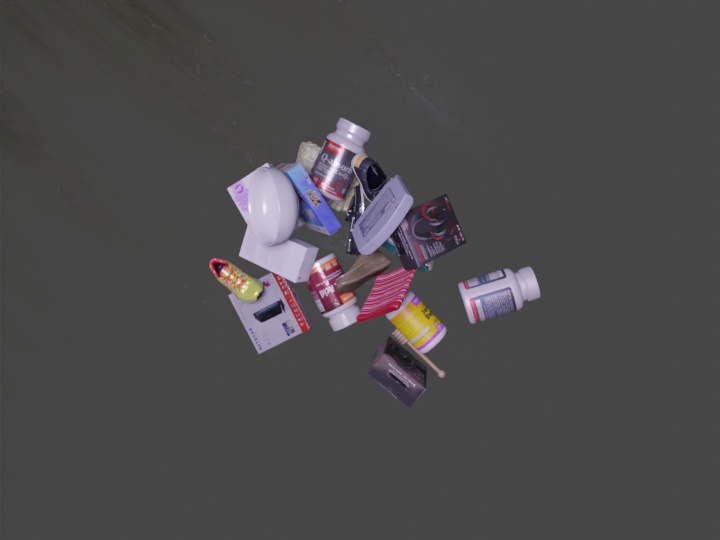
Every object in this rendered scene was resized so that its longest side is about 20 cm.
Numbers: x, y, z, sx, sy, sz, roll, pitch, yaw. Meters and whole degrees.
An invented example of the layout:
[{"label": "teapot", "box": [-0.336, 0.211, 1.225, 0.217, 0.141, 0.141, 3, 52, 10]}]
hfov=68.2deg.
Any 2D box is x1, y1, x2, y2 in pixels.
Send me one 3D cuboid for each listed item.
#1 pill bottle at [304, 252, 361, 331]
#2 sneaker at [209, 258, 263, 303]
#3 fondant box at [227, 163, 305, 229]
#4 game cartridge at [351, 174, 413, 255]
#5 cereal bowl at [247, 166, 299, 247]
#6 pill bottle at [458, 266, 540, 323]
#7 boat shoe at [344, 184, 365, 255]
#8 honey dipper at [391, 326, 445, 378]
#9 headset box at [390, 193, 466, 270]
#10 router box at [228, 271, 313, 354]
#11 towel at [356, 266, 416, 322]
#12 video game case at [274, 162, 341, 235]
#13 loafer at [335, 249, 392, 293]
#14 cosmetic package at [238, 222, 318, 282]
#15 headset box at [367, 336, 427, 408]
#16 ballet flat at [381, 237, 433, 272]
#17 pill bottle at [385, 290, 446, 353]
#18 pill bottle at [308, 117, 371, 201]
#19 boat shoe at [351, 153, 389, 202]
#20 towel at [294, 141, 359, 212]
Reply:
[{"label": "pill bottle", "box": [-0.080, 0.063, 1.513, 0.114, 0.114, 0.201, -27, 93, 10]}, {"label": "sneaker", "box": [-0.363, 0.026, 1.519, 0.199, 0.090, 0.078, 28, 79, 28]}, {"label": "fondant box", "box": [-0.270, -0.185, 1.535, 0.144, 0.058, 0.201, -29, 92, 10]}, {"label": "game cartridge", "box": [0.056, -0.140, 1.384, 0.041, 0.133, 0.200, 28, 115, -27]}, {"label": "cereal bowl", "box": [-0.214, -0.163, 1.359, 0.083, 0.200, 0.202, -6, 98, -34]}, {"label": "pill bottle", "box": [0.379, 0.062, 1.453, 0.199, 0.120, 0.120, -17, 95, 9]}, {"label": "boat shoe", "box": [-0.015, -0.141, 1.499, 0.060, 0.076, 0.202, 0, 98, 4]}, {"label": "honey dipper", "box": [0.173, 0.241, 1.544, 0.200, 0.038, 0.038, 44, 100, -1]}, {"label": "headset box", "box": [0.168, -0.099, 1.431, 0.199, 0.075, 0.149, -25, 94, -27]}, {"label": "router box", "box": [-0.265, 0.119, 1.577, 0.179, 0.049, 0.201, -27, 93, 10]}, {"label": "towel", "box": [0.073, 0.056, 1.434, 0.144, 0.200, 0.023, -22, 115, 36]}, {"label": "video game case", "box": [-0.149, -0.194, 1.429, 0.045, 0.181, 0.201, -39, 112, -13]}, {"label": "loafer", "box": [0.000, 0.000, 1.481, 0.068, 0.199, 0.076, 53, 140, 14]}, {"label": "cosmetic package", "box": [-0.225, -0.051, 1.455, 0.199, 0.071, 0.102, 25, 102, 23]}, {"label": "headset box", "box": [0.105, 0.281, 1.474, 0.149, 0.200, 0.077, 39, 101, 2]}, {"label": "ballet flat", "box": [0.124, -0.069, 1.505, 0.199, 0.072, 0.072, 34, 100, 0]}, {"label": "pill bottle", "box": [0.142, 0.130, 1.499, 0.104, 0.104, 0.200, -44, 91, 10]}, {"label": "pill bottle", "box": [-0.057, -0.297, 1.427, 0.115, 0.116, 0.201, 27, 101, 3]}, {"label": "boat shoe", "box": [0.041, -0.234, 1.431, 0.075, 0.200, 0.062, -49, 52, -9]}, {"label": "towel", "box": [-0.102, -0.265, 1.515, 0.199, 0.036, 0.149, 26, 100, 2]}]
